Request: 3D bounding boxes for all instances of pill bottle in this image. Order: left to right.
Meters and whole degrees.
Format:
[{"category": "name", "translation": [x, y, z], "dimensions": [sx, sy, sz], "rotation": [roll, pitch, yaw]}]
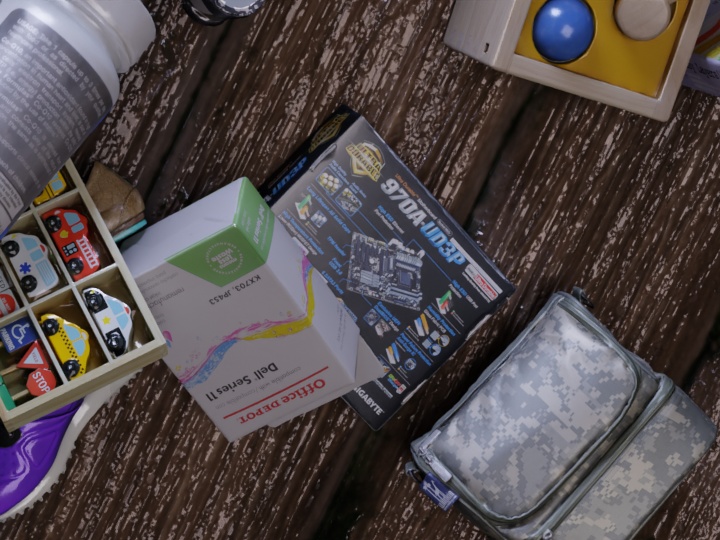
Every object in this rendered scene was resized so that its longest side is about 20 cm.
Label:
[{"category": "pill bottle", "translation": [-0.237, -0.119, 1.519], "dimensions": [0.114, 0.114, 0.200], "rotation": [46, 72, -25]}]

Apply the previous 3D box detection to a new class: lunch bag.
[{"category": "lunch bag", "translation": [0.153, 0.135, 1.744], "dimensions": [0.168, 0.139, 0.200], "rotation": [44, 87, -9]}]

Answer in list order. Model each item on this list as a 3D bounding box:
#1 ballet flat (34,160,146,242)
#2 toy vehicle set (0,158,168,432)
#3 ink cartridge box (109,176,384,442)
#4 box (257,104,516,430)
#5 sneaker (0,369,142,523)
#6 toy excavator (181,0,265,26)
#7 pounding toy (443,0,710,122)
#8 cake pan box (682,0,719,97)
[{"category": "ballet flat", "translation": [-0.250, -0.013, 1.594], "dimensions": [0.199, 0.068, 0.073], "rotation": [-34, 94, -8]}, {"category": "toy vehicle set", "translation": [-0.233, -0.002, 1.549], "dimensions": [0.124, 0.027, 0.201], "rotation": [-27, 72, -10]}, {"category": "ink cartridge box", "translation": [-0.079, 0.045, 1.619], "dimensions": [0.117, 0.068, 0.200], "rotation": [-27, 118, 20]}, {"category": "box", "translation": [0.000, 0.000, 1.692], "dimensions": [0.159, 0.046, 0.200], "rotation": [-45, 114, -2]}, {"category": "sneaker", "translation": [-0.240, 0.084, 1.608], "dimensions": [0.201, 0.069, 0.100], "rotation": [-53, 129, -9]}, {"category": "toy excavator", "translation": [-0.121, -0.271, 1.557], "dimensions": [0.193, 0.100, 0.202], "rotation": [-19, 97, -13]}, {"category": "pounding toy", "translation": [0.200, -0.217, 1.650], "dimensions": [0.199, 0.142, 0.185], "rotation": [15, 100, -23]}, {"category": "cake pan box", "translation": [0.346, -0.203, 1.684], "dimensions": [0.200, 0.184, 0.052], "rotation": [-38, 114, -5]}]
